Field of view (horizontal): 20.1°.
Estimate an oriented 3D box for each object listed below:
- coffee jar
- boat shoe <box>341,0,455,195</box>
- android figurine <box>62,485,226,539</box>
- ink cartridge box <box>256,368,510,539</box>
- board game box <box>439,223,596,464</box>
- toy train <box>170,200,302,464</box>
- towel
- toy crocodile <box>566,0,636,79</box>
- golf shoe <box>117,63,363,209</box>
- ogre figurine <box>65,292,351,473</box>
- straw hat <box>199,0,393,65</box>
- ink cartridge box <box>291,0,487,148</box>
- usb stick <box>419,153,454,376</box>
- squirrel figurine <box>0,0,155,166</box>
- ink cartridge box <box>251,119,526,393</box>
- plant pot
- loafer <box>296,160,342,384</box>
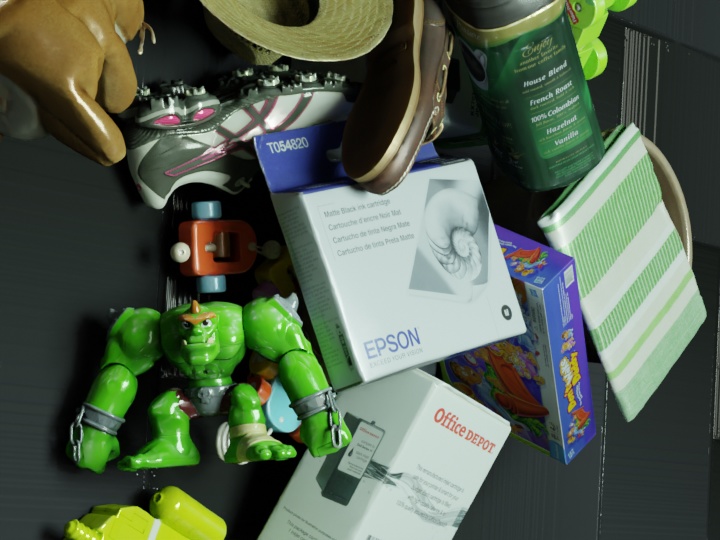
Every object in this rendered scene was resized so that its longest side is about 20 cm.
[{"bbox_3d":[0.128,-0.170,1.619,0.085,0.104,0.201,-26,126,-8],"label":"coffee jar"},{"bbox_3d":[0.038,-0.131,1.540,0.070,0.070,0.201,41,45,-31],"label":"boat shoe"},{"bbox_3d":[-0.161,0.250,1.502,0.200,0.041,0.183,43,59,-41],"label":"android figurine"},{"bbox_3d":[0.017,0.176,1.606,0.201,0.083,0.146,-60,146,-3],"label":"ink cartridge box"},{"bbox_3d":[0.123,0.054,1.693,0.045,0.134,0.201,-41,138,-29],"label":"board game box"},{"bbox_3d":[-0.092,0.044,1.579,0.149,0.055,0.202,-10,95,-43],"label":"toy train"},{"bbox_3d":[0.222,0.000,1.695,0.153,0.023,0.201,-47,123,-37],"label":"towel"},{"bbox_3d":[0.180,-0.208,1.713,0.067,0.062,0.201,-30,153,-39],"label":"toy crocodile"},{"bbox_3d":[-0.090,-0.108,1.551,0.198,0.077,0.089,-12,107,-24],"label":"golf shoe"},{"bbox_3d":[-0.114,0.081,1.469,0.098,0.198,0.121,9,75,-68],"label":"ogre figurine"},{"bbox_3d":[-0.078,-0.211,1.565,0.199,0.085,0.202,18,47,-20],"label":"straw hat"},{"bbox_3d":[0.040,-0.191,1.696,0.199,0.083,0.148,8,82,-48],"label":"ink cartridge box"},{"bbox_3d":[0.053,-0.002,1.745,0.055,0.032,0.202,10,86,-54],"label":"usb stick"},{"bbox_3d":[-0.215,-0.192,1.385,0.201,0.141,0.187,60,42,-31],"label":"squirrel figurine"},{"bbox_3d":[0.026,-0.025,1.537,0.199,0.040,0.202,-15,84,-46],"label":"ink cartridge box"},{"bbox_3d":[0.165,-0.018,1.776,0.199,0.174,0.202,2,88,-49],"label":"plant pot"},{"bbox_3d":[0.000,0.000,1.581,0.073,0.071,0.202,28,69,-39],"label":"loafer"}]
